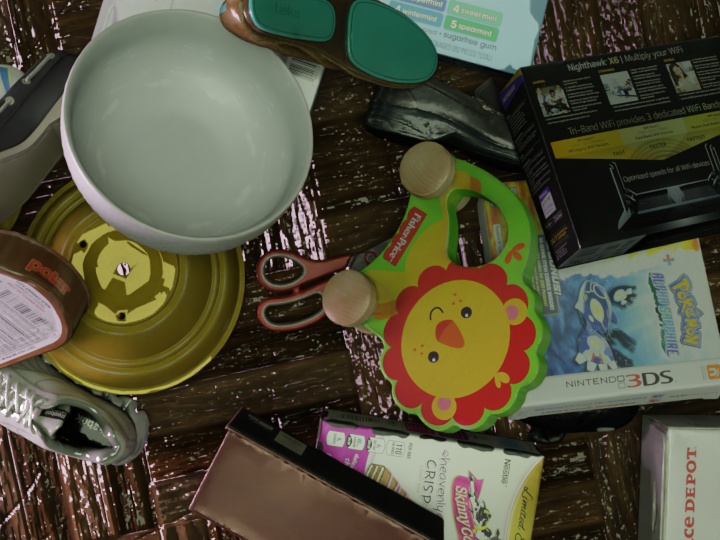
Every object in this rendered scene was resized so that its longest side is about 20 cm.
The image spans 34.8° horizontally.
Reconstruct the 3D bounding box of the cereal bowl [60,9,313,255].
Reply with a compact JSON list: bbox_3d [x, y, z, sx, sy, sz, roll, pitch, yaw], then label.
[{"bbox_3d":[-0.142,-0.102,0.920,0.197,0.083,0.203,7,69,-19],"label":"cereal bowl"}]

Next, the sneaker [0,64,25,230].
[{"bbox_3d":[-0.324,-0.076,0.962,0.075,0.105,0.203,13,93,1],"label":"sneaker"}]

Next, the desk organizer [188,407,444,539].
[{"bbox_3d":[-0.034,0.200,0.944,0.198,0.072,0.078,29,96,1],"label":"desk organizer"}]

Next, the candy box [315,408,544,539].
[{"bbox_3d":[0.052,0.207,1.009,0.197,0.061,0.139,8,93,-2],"label":"candy box"}]

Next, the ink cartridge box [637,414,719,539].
[{"bbox_3d":[0.348,0.204,1.003,0.197,0.083,0.149,2,93,-2],"label":"ink cartridge box"}]

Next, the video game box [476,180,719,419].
[{"bbox_3d":[0.201,0.016,0.973,0.179,0.047,0.203,-6,70,-3],"label":"video game box"}]

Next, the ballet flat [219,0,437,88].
[{"bbox_3d":[-0.029,-0.190,0.928,0.198,0.072,0.069,5,90,-38],"label":"ballet flat"}]

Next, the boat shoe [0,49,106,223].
[{"bbox_3d":[-0.286,-0.102,0.926,0.062,0.073,0.200,35,69,16],"label":"boat shoe"}]

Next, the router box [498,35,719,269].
[{"bbox_3d":[0.231,-0.100,0.948,0.197,0.052,0.159,-11,75,-18],"label":"router box"}]

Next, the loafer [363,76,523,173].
[{"bbox_3d":[0.105,-0.131,0.986,0.197,0.073,0.073,15,89,-3],"label":"loafer"}]

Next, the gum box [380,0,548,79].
[{"bbox_3d":[0.087,-0.283,0.988,0.167,0.045,0.203,14,94,-2],"label":"gum box"}]

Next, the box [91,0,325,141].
[{"bbox_3d":[-0.131,-0.181,0.993,0.197,0.041,0.158,18,93,-3],"label":"box"}]

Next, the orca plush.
[{"bbox_3d":[0.154,0.092,0.998,0.199,0.071,0.106,33,92,-3],"label":"orca plush"}]

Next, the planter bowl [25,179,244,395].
[{"bbox_3d":[-0.195,0.003,0.964,0.197,0.083,0.204,1,84,-7],"label":"planter bowl"}]

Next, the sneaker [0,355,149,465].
[{"bbox_3d":[-0.280,0.112,0.989,0.198,0.081,0.076,22,95,-1],"label":"sneaker"}]

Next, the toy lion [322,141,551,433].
[{"bbox_3d":[0.079,0.022,0.943,0.191,0.069,0.202,33,93,27],"label":"toy lion"}]

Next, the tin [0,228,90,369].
[{"bbox_3d":[-0.300,0.028,0.910,0.198,0.042,0.112,-19,125,39],"label":"tin"}]

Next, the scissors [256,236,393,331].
[{"bbox_3d":[0.000,0.000,1.021,0.197,0.014,0.074,-14,92,-1],"label":"scissors"}]
